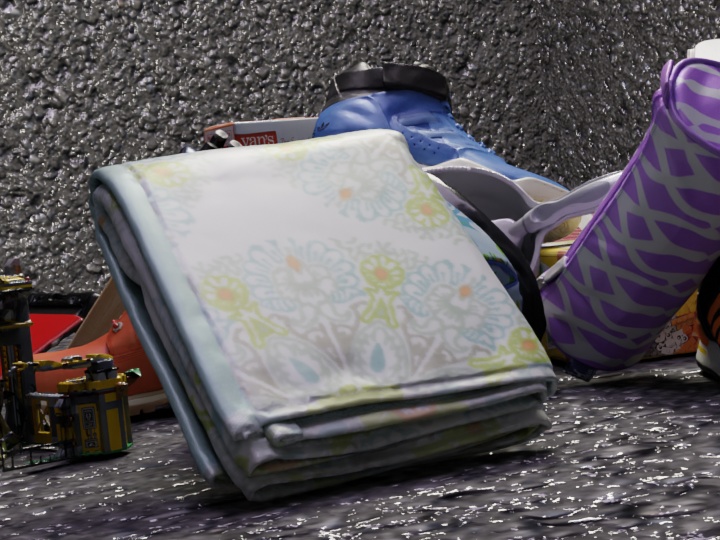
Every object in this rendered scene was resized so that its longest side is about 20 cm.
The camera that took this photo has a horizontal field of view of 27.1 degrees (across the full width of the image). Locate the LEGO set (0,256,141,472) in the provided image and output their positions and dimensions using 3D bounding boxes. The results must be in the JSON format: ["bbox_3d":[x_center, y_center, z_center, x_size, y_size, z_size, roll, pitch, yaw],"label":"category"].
[{"bbox_3d":[-0.224,0.048,0.798,0.198,0.117,0.153,-8,3,-32],"label":"LEGO set"}]

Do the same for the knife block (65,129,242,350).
[{"bbox_3d":[-0.151,-0.008,1.140,0.197,0.178,0.064,-12,1,3],"label":"knife block"}]

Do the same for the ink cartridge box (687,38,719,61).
[{"bbox_3d":[0.323,-0.068,1.103,0.145,0.202,0.083,-5,29,16],"label":"ink cartridge box"}]

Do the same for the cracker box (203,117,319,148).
[{"bbox_3d":[-0.057,-0.029,1.289,0.133,0.203,0.057,-7,3,-36],"label":"cracker box"}]

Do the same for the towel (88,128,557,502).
[{"bbox_3d":[-0.020,0.013,0.700,0.169,0.048,0.201,-8,47,-27],"label":"towel"}]

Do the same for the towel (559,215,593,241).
[{"bbox_3d":[0.228,-0.007,1.278,0.198,0.023,0.144,-2,34,-33],"label":"towel"}]

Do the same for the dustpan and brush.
[{"bbox_3d":[0.092,-0.021,0.965,0.198,0.141,0.057,-17,-27,13],"label":"dustpan and brush"}]

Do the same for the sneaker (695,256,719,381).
[{"bbox_3d":[0.224,0.014,0.822,0.069,0.091,0.200,-6,2,-2],"label":"sneaker"}]

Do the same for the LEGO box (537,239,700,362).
[{"bbox_3d":[0.188,0.016,1.074,0.147,0.078,0.200,-6,2,-12],"label":"LEGO box"}]

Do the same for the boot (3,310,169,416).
[{"bbox_3d":[-0.136,0.040,0.970,0.197,0.109,0.075,-8,4,-6],"label":"boot"}]

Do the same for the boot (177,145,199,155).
[{"bbox_3d":[-0.140,0.001,1.038,0.200,0.090,0.073,-46,24,25],"label":"boot"}]

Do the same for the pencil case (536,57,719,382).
[{"bbox_3d":[0.166,-0.028,0.852,0.085,0.201,0.084,26,44,-2],"label":"pencil case"}]

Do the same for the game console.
[{"bbox_3d":[-0.260,0.085,1.316,0.171,0.120,0.199,28,-13,-25],"label":"game console"}]

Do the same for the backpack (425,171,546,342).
[{"bbox_3d":[-0.005,0.012,0.849,0.199,0.155,0.163,-28,56,-33],"label":"backpack"}]

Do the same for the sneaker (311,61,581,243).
[{"bbox_3d":[0.066,-0.092,1.068,0.197,0.112,0.077,12,-29,1],"label":"sneaker"}]
